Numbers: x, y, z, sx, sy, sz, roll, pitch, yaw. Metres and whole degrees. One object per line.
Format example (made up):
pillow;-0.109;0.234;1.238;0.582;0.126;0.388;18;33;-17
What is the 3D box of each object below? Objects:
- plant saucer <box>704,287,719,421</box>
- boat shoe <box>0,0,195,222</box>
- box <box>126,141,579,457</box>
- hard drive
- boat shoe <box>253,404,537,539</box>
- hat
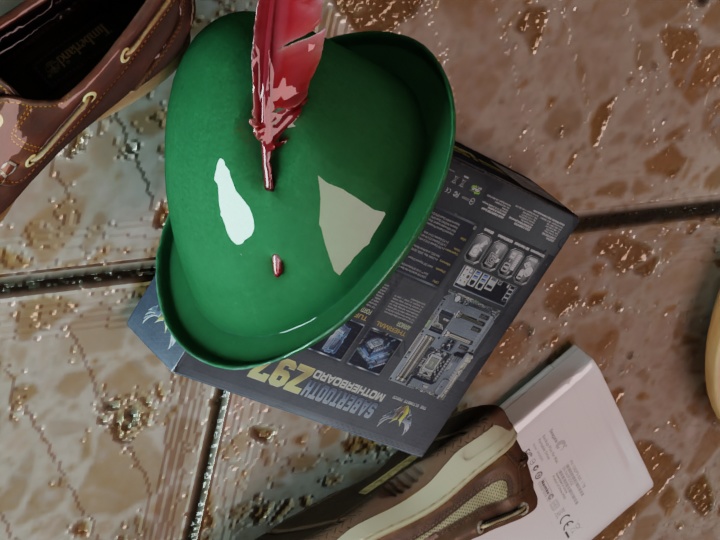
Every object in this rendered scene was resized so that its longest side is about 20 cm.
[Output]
plant saucer;0.282;0.018;1.512;0.200;0.037;0.200;-21;130;-27
boat shoe;-0.155;-0.073;1.066;0.200;0.070;0.070;-43;168;-16
box;0.000;0.000;1.264;0.200;0.051;0.158;22;104;-46
hard drive;0.073;0.148;1.446;0.200;0.026;0.132;-39;136;-9
boat shoe;0.010;0.154;1.345;0.202;0.075;0.075;-31;101;-12
hat;-0.068;-0.081;1.080;0.176;0.166;0.200;37;85;-41
